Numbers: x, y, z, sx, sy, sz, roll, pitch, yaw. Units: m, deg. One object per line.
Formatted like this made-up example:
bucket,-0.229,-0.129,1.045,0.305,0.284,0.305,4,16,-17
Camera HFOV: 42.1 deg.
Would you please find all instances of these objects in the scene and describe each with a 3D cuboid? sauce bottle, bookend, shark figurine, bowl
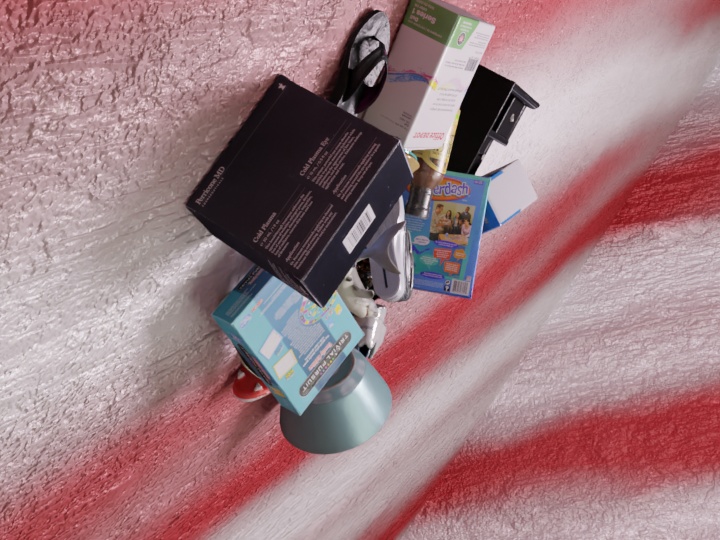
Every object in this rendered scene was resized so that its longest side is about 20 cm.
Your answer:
sauce bottle,0.112,-0.185,1.500,0.065,0.064,0.203,-3,106,-65
bookend,0.215,-0.246,1.671,0.202,0.092,0.198,-61,159,10
shark figurine,-0.009,-0.013,1.395,0.215,0.127,0.090,111,-6,-59
bowl,-0.053,0.199,1.574,0.201,0.199,0.106,-44,136,-32

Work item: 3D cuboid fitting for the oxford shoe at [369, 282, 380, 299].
oxford shoe,0.055,-0.053,1.642,0.075,0.070,0.202,-118,-128,-79

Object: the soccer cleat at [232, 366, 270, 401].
soccer cleat,-0.128,0.153,1.478,0.200,0.068,0.086,-45,155,-41

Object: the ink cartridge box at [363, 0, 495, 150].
ink cartridge box,0.100,-0.286,1.368,0.144,0.083,0.202,-15,132,-61

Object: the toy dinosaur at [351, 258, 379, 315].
toy dinosaur,-0.011,0.032,1.552,0.136,0.101,0.203,-16,114,-83

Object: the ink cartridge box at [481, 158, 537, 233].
ink cartridge box,0.195,-0.109,1.684,0.199,0.085,0.146,-22,-171,43

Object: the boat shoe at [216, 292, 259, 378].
boat shoe,-0.134,0.114,1.315,0.072,0.068,0.201,-39,134,-9

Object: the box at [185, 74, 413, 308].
box,-0.069,-0.095,1.111,0.201,0.181,0.104,-54,159,-9

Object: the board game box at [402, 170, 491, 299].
board game box,0.126,-0.064,1.546,0.045,0.150,0.203,22,79,-82

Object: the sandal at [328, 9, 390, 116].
sandal,0.002,-0.241,1.230,0.075,0.048,0.203,18,95,-58

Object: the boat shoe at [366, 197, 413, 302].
boat shoe,0.046,-0.045,1.498,0.071,0.071,0.203,21,65,-62

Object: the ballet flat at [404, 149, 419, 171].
ballet flat,0.049,-0.147,1.390,0.200,0.068,0.064,-52,162,-86

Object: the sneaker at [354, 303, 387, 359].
sneaker,0.006,0.119,1.667,0.200,0.073,0.088,84,16,-71

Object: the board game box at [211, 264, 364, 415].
board game box,-0.092,0.073,1.257,0.151,0.047,0.201,-50,133,-22
